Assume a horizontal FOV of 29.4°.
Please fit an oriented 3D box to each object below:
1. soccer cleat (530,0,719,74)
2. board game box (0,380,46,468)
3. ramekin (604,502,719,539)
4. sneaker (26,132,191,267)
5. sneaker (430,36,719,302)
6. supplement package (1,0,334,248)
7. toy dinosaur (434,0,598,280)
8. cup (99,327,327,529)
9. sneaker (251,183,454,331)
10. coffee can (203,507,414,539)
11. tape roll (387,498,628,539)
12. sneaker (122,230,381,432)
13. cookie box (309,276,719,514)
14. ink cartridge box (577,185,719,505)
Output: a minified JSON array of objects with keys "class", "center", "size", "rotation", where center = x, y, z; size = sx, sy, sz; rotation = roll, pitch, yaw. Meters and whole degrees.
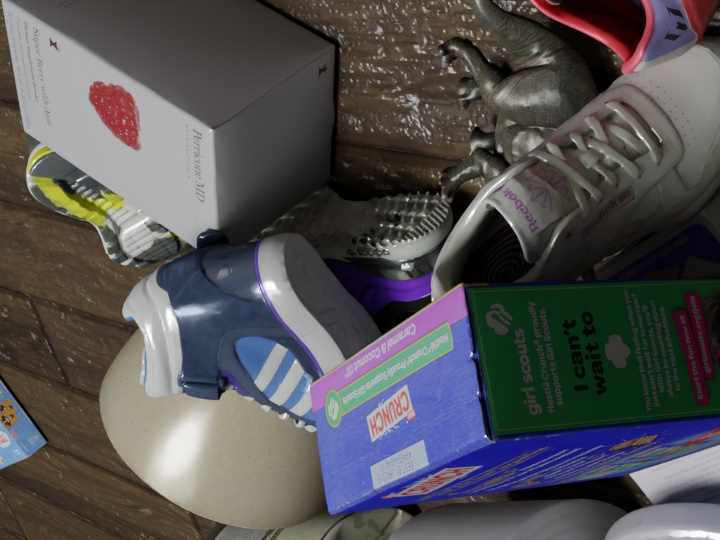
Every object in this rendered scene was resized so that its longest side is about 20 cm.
[{"class":"soccer cleat","center":[0.087,-0.172,0.676],"size":[0.200,0.076,0.067],"rotation":[41,145,15]},{"class":"board game box","center":[-0.478,0.151,1.682],"size":[0.200,0.037,0.151],"rotation":[56,146,-6]},{"class":"ramekin","center":[0.228,0.236,0.817],"size":[0.199,0.105,0.201],"rotation":[18,147,12]},{"class":"sneaker","center":[-0.192,-0.072,1.079],"size":[0.200,0.074,0.085],"rotation":[48,-159,-58]},{"class":"sneaker","center":[0.115,-0.038,0.681],"size":[0.075,0.200,0.100],"rotation":[48,-170,16]},{"class":"supplement package","center":[-0.129,-0.123,0.937],"size":[0.200,0.120,0.122],"rotation":[32,142,25]},{"class":"toy dinosaur","center":[0.098,-0.085,0.768],"size":[0.102,0.077,0.201],"rotation":[8,113,26]},{"class":"cup","center":[-0.075,0.069,1.022],"size":[0.200,0.200,0.144],"rotation":[39,121,16]},{"class":"sneaker","center":[0.000,0.000,0.951],"size":[0.200,0.070,0.100],"rotation":[8,136,49]},{"class":"coffee can","center":[-0.038,0.278,1.187],"size":[0.200,0.146,0.147],"rotation":[-14,110,54]},{"class":"tape roll","center":[0.112,0.260,0.945],"size":[0.139,0.203,0.203],"rotation":[-17,109,54]},{"class":"sneaker","center":[-0.070,0.063,0.914],"size":[0.146,0.081,0.200],"rotation":[-16,131,21]},{"class":"cookie box","center":[0.099,0.063,0.693],"size":[0.171,0.199,0.076],"rotation":[-37,60,57]},{"class":"ink cartridge box","center":[0.207,0.071,0.795],"size":[0.200,0.043,0.198],"rotation":[52,147,2]}]
